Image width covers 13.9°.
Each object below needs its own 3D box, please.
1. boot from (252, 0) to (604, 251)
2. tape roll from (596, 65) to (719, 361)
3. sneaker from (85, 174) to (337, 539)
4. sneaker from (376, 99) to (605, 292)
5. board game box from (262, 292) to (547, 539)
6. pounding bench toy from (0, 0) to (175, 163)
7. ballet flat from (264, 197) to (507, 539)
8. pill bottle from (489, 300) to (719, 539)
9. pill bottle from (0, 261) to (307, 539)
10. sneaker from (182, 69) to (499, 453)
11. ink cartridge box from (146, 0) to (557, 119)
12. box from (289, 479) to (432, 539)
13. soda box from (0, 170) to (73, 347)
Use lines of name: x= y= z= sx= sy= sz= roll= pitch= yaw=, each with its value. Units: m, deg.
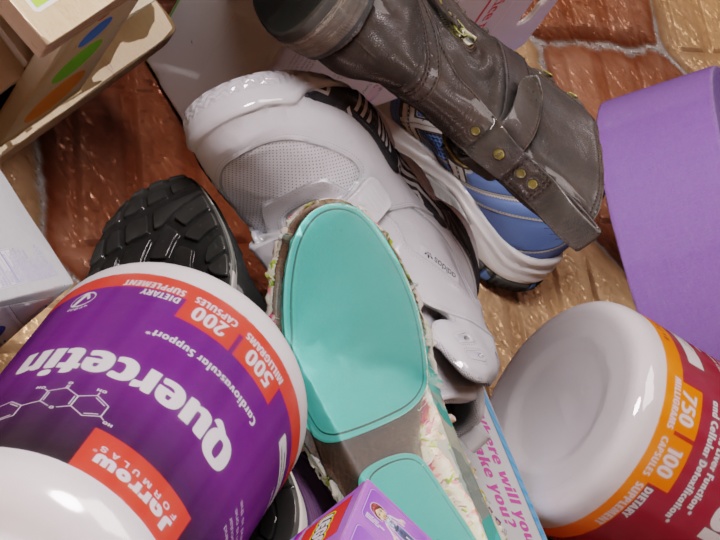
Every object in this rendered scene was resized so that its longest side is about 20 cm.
boot: x=0.030 y=-0.103 z=1.286 sx=0.174 sy=0.069 sz=0.200 roll=35 pitch=27 yaw=-27
tape roll: x=0.186 y=-0.002 z=1.542 sx=0.200 sy=0.065 sz=0.201 roll=-17 pitch=90 yaw=-76
sneaker: x=-0.056 y=0.058 z=1.239 sx=0.088 sy=0.076 sz=0.200 roll=36 pitch=32 yaw=-55
sneaker: x=0.048 y=-0.087 z=1.516 sx=0.200 sy=0.077 sz=0.076 roll=49 pitch=31 yaw=1
board game box: x=0.026 y=0.109 z=1.307 sx=0.134 sy=0.034 sz=0.200 roll=14 pitch=46 yaw=-47
pounding bench toy: x=-0.167 y=-0.165 z=1.220 sx=0.124 sy=0.156 sz=0.200 roll=-39 pitch=87 yaw=-30
ballet flat: x=0.005 y=0.072 z=1.192 sx=0.075 sy=0.064 sz=0.200 roll=-16 pitch=82 yaw=-17
pill bottle: x=0.163 y=0.103 z=1.422 sx=0.200 sy=0.113 sz=0.113 roll=29 pitch=36 yaw=-33
pill bottle: x=-0.100 y=0.088 z=1.073 sx=0.112 sy=0.112 sz=0.200 roll=45 pitch=34 yaw=-9
sneaker: x=0.000 y=0.000 z=1.257 sx=0.200 sy=0.075 sz=0.115 roll=41 pitch=27 yaw=-49
ink cartridge box: x=0.010 y=-0.133 z=1.407 sx=0.200 sy=0.117 sz=0.067 roll=-21 pitch=71 yaw=-34
box: x=-0.052 y=0.172 z=1.027 sx=0.039 sy=0.137 sz=0.200 roll=44 pitch=31 yaw=-11
soda box: x=-0.201 y=-0.053 z=1.147 sx=0.200 sy=0.068 sz=0.063 roll=57 pitch=28 yaw=10
